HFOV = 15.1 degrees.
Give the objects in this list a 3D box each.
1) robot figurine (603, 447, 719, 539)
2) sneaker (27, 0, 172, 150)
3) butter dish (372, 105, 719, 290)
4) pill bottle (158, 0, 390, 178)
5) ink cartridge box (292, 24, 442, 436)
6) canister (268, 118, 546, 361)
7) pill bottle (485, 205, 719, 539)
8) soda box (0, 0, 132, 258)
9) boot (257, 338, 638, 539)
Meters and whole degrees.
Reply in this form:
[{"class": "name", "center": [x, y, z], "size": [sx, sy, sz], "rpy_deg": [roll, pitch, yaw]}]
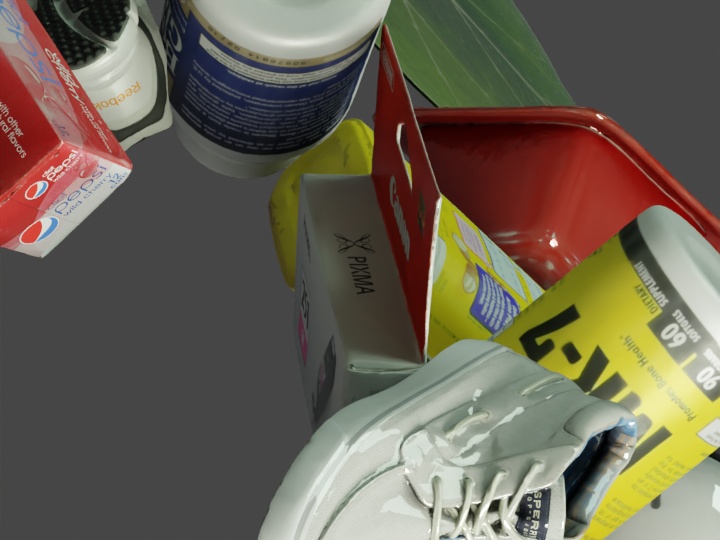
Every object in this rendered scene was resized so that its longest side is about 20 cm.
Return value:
[{"class": "robot figurine", "center": [0.186, 0.158, 1.525], "size": [0.150, 0.125, 0.200], "rpy_deg": [50, 13, 14]}, {"class": "sneaker", "center": [-0.145, -0.135, 1.404], "size": [0.200, 0.073, 0.080], "rpy_deg": [-108, 171, -49]}, {"class": "butter dish", "center": [0.111, -0.008, 1.722], "size": [0.199, 0.148, 0.200], "rpy_deg": [1, -28, 43]}, {"class": "pill bottle", "center": [-0.049, -0.123, 1.411], "size": [0.111, 0.111, 0.200], "rpy_deg": [53, -20, 12]}, {"class": "ink cartridge box", "center": [0.000, 0.000, 1.299], "size": [0.200, 0.043, 0.174], "rpy_deg": [-104, -165, -61]}, {"class": "canister", "center": [0.045, 0.020, 1.531], "size": [0.200, 0.087, 0.149], "rpy_deg": [42, 15, -26]}, {"class": "pill bottle", "center": [0.107, 0.071, 1.344], "size": [0.114, 0.200, 0.114], "rpy_deg": [46, 13, -14]}, {"class": "soda box", "center": [-0.182, -0.104, 1.178], "size": [0.200, 0.063, 0.070], "rpy_deg": [55, 14, 21]}, {"class": "boot", "center": [0.044, 0.093, 1.165], "size": [0.095, 0.074, 0.200], "rpy_deg": [19, 34, 27]}]
